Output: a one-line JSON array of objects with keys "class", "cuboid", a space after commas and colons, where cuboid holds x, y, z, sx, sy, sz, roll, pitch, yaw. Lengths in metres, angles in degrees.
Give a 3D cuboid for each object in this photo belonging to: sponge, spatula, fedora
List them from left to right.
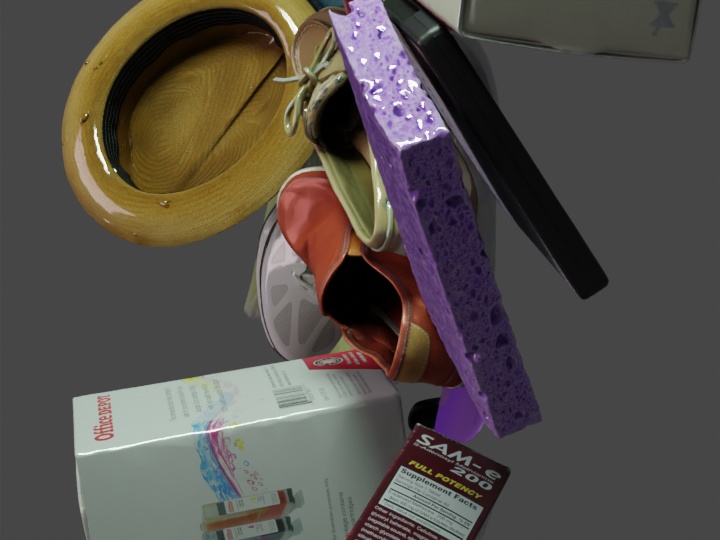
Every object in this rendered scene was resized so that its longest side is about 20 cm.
[{"class": "fedora", "cuboid": [-0.098, -0.099, 1.335, 0.082, 0.199, 0.202, 44, -134, -63]}, {"class": "sponge", "cuboid": [0.036, -0.023, 0.960, 0.112, 0.030, 0.201, -115, 3, -47]}, {"class": "spatula", "cuboid": [0.050, 0.079, 1.170, 0.200, 0.020, 0.057, 128, 159, -78]}]

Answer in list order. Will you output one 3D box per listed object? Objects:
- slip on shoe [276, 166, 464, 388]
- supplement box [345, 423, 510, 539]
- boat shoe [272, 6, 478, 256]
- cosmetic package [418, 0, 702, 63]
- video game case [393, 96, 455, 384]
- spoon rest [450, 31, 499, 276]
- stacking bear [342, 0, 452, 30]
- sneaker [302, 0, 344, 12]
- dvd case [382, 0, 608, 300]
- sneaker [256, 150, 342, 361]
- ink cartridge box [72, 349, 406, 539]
[{"class": "slip on shoe", "cuboid": [0.000, 0.000, 1.134, 0.200, 0.061, 0.074, 48, 131, 46]}, {"class": "supplement box", "cuboid": [0.003, 0.186, 1.017, 0.200, 0.061, 0.109, -54, -14, -43]}, {"class": "boat shoe", "cuboid": [0.000, -0.083, 1.124, 0.200, 0.062, 0.074, 57, 138, 43]}, {"class": "cosmetic package", "cuboid": [0.081, -0.153, 0.892, 0.200, 0.103, 0.088, -118, 36, -73]}, {"class": "video game case", "cuboid": [0.034, -0.023, 1.310, 0.200, 0.036, 0.183, 141, 136, -78]}, {"class": "spoon rest", "cuboid": [0.048, -0.046, 1.166, 0.099, 0.060, 0.201, 13, 103, 55]}, {"class": "stacking bear", "cuboid": [0.056, -0.236, 1.102, 0.201, 0.113, 0.122, -77, -15, -46]}, {"class": "sneaker", "cuboid": [0.009, -0.216, 1.349, 0.131, 0.080, 0.200, -47, 11, -28]}, {"class": "dvd case", "cuboid": [0.056, -0.070, 0.974, 0.143, 0.017, 0.200, 55, -177, -15]}, {"class": "sneaker", "cuboid": [-0.025, -0.023, 1.322, 0.115, 0.075, 0.202, -106, 27, -75]}, {"class": "ink cartridge box", "cuboid": [-0.072, 0.145, 1.244, 0.145, 0.199, 0.146, -127, 29, -77]}]
